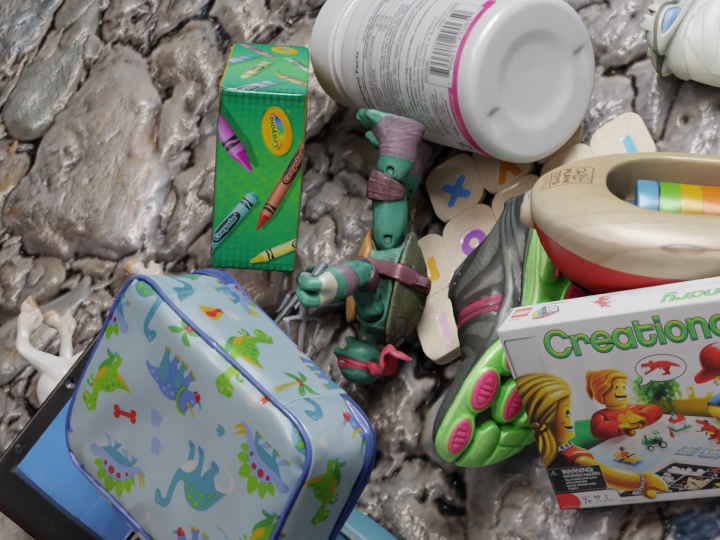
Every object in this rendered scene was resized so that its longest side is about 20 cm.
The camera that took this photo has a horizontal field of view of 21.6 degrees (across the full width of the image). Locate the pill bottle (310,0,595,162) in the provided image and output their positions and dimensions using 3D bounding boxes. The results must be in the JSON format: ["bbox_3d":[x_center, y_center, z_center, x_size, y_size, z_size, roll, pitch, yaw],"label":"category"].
[{"bbox_3d":[0.058,-0.145,1.306,0.200,0.113,0.114,21,76,52],"label":"pill bottle"}]

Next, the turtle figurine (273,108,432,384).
[{"bbox_3d":[0.000,0.000,1.265,0.150,0.100,0.201,149,137,-78],"label":"turtle figurine"}]

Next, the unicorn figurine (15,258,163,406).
[{"bbox_3d":[-0.196,0.078,1.381,0.199,0.074,0.138,-28,61,11],"label":"unicorn figurine"}]

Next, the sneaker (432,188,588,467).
[{"bbox_3d":[0.094,0.035,1.199,0.084,0.077,0.201,-3,56,53],"label":"sneaker"}]

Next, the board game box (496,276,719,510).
[{"bbox_3d":[0.190,0.070,1.087,0.199,0.127,0.035,-10,22,31],"label":"board game box"}]

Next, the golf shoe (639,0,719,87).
[{"bbox_3d":[0.269,-0.208,1.250,0.097,0.078,0.201,24,83,24],"label":"golf shoe"}]

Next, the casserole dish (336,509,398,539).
[{"bbox_3d":[-0.010,0.222,1.189,0.200,0.039,0.121,35,86,42],"label":"casserole dish"}]

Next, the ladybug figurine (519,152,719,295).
[{"bbox_3d":[0.195,-0.019,1.135,0.199,0.072,0.136,6,28,9],"label":"ladybug figurine"}]

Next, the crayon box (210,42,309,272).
[{"bbox_3d":[-0.067,-0.082,1.291,0.058,0.120,0.200,4,15,-2],"label":"crayon box"}]

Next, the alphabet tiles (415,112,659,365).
[{"bbox_3d":[0.118,-0.021,1.265,0.199,0.015,0.196,-31,49,15],"label":"alphabet tiles"}]

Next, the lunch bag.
[{"bbox_3d":[-0.093,0.107,1.182,0.200,0.082,0.161,40,117,32],"label":"lunch bag"}]

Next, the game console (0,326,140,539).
[{"bbox_3d":[-0.135,0.129,1.272,0.200,0.119,0.172,-52,29,-3],"label":"game console"}]
